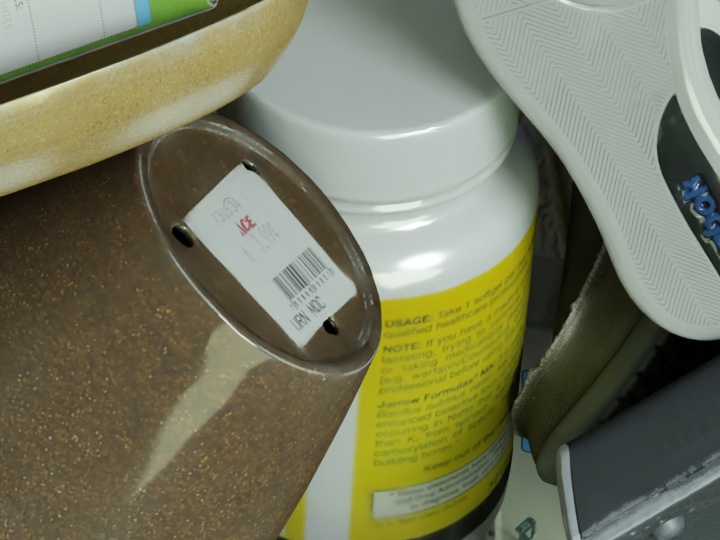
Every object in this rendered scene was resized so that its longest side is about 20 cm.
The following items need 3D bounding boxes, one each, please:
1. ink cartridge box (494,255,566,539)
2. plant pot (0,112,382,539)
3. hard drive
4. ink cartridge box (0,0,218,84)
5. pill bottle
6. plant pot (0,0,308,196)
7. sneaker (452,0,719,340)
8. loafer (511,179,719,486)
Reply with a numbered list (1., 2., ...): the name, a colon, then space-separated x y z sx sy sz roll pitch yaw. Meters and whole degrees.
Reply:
1. ink cartridge box: 0.139 0.097 1.095 0.175 0.045 0.201 9 129 15
2. plant pot: -0.092 0.049 0.859 0.186 0.188 0.200 24 127 -40
3. hard drive: 0.128 0.063 0.948 0.134 0.042 0.200 -31 163 5
4. ink cartridge box: -0.071 -0.135 0.798 0.199 0.148 0.076 -20 130 -16
5. pill bottle: 0.000 0.000 0.949 0.114 0.115 0.201 -16 137 -19
6. plant pot: -0.105 -0.045 0.818 0.199 0.200 0.028 -21 103 -15
7. sneaker: 0.075 -0.085 0.875 0.073 0.112 0.201 -17 120 13
8. loafer: 0.102 -0.019 0.980 0.201 0.069 0.075 -58 157 -13
